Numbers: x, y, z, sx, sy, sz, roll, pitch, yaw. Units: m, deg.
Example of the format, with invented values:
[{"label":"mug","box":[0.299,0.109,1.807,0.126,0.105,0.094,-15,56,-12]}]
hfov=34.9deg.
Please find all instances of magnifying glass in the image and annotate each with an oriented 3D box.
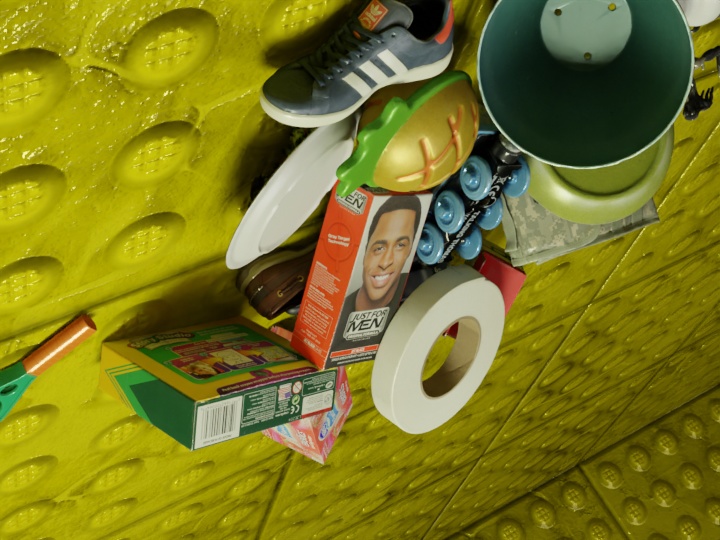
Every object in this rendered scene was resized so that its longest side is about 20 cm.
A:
[{"label":"magnifying glass","box":[-0.350,0.111,1.154,0.199,0.023,0.080,-35,157,5]}]

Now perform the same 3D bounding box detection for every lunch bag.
[{"label":"lunch bag","box":[0.230,-0.104,1.314,0.198,0.167,0.117,-17,-179,-36]}]

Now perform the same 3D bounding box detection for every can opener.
[{"label":"can opener","box":[-0.001,0.010,1.382,0.197,0.080,0.064,-15,154,-17]}]

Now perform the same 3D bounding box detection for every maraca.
[{"label":"maraca","box":[0.044,-0.130,1.088,0.199,0.107,0.138,-28,154,-53]}]

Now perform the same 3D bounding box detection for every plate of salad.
[{"label":"plate of salad","box":[-0.069,-0.085,1.105,0.201,0.048,0.200,-50,173,-8]}]

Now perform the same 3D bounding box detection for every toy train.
[{"label":"toy train","box":[0.104,-0.093,1.252,0.086,0.115,0.201,-7,146,-36]}]

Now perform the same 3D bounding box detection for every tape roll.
[{"label":"tape roll","box":[0.093,0.093,1.333,0.201,0.037,0.206,-30,136,-34]}]

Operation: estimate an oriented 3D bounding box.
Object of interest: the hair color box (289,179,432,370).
[{"label":"hair color box","box":[0.000,0.000,1.234,0.101,0.061,0.203,-7,120,-47]}]

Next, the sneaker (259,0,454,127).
[{"label":"sneaker","box":[-0.001,-0.193,0.980,0.198,0.075,0.085,-29,151,-27]}]

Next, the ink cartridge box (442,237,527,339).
[{"label":"ink cartridge box","box":[0.157,0.032,1.484,0.118,0.066,0.200,-63,-179,10]}]

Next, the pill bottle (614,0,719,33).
[{"label":"pill bottle","box":[0.356,-0.319,1.154,0.198,0.117,0.116,-30,157,-12]}]

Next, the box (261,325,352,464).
[{"label":"box","box":[-0.079,0.164,1.485,0.096,0.101,0.201,-62,166,-21]}]

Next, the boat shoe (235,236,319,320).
[{"label":"boat shoe","box":[-0.045,0.005,1.300,0.198,0.068,0.072,-20,154,-32]}]

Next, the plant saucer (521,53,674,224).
[{"label":"plant saucer","box":[0.256,-0.153,1.242,0.198,0.202,0.031,-30,-177,-11]}]

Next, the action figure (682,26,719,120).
[{"label":"action figure","box":[0.357,-0.263,1.287,0.118,0.103,0.200,-17,130,40]}]

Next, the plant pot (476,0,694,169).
[{"label":"plant pot","box":[0.216,-0.218,1.107,0.200,0.199,0.135,-47,-170,28]}]

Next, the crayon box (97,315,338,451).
[{"label":"crayon box","box":[-0.153,0.115,1.234,0.198,0.171,0.059,-9,113,-45]}]

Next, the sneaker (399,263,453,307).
[{"label":"sneaker","box":[0.059,0.022,1.464,0.130,0.080,0.198,-47,154,24]}]
